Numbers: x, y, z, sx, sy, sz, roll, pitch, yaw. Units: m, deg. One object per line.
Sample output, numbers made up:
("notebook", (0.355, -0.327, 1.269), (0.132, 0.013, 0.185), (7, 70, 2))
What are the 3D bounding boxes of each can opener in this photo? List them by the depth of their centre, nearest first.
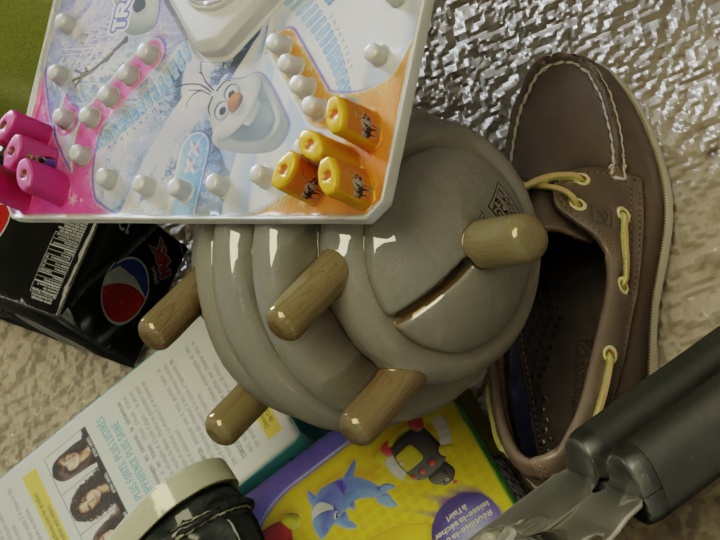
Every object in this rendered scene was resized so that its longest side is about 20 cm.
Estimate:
("can opener", (0.107, 0.084, 0.832), (0.199, 0.067, 0.053), (-33, 24, -20))

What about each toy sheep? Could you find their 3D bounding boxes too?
("toy sheep", (0.000, 0.000, 0.851), (0.199, 0.137, 0.139), (0, 67, 51))

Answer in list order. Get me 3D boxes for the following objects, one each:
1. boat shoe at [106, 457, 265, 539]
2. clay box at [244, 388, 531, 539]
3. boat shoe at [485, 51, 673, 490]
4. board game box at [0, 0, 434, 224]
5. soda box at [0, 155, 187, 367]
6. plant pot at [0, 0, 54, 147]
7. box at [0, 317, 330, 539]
("boat shoe", (-0.094, 0.165, 0.907), (0.066, 0.074, 0.200), (47, 115, 20))
("clay box", (0.034, 0.147, 0.874), (0.115, 0.048, 0.201), (-38, 55, 10))
("boat shoe", (0.083, -0.003, 0.905), (0.071, 0.059, 0.201), (-9, 65, 26))
("board game box", (-0.052, -0.117, 0.839), (0.199, 0.026, 0.201), (1, 75, 42))
("soda box", (-0.182, -0.019, 1.055), (0.199, 0.071, 0.064), (18, 77, 34))
("plant pot", (-0.103, -0.125, 0.999), (0.192, 0.200, 0.201), (25, 82, 23))
("box", (-0.107, 0.109, 0.969), (0.200, 0.049, 0.082), (-39, 54, 9))
